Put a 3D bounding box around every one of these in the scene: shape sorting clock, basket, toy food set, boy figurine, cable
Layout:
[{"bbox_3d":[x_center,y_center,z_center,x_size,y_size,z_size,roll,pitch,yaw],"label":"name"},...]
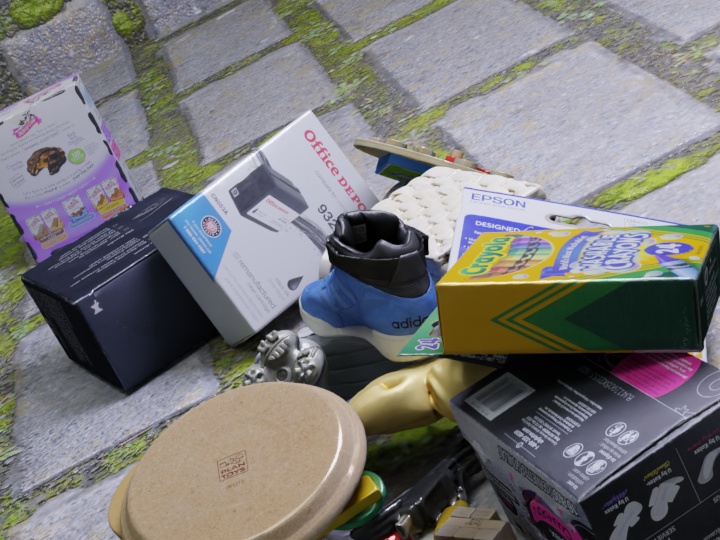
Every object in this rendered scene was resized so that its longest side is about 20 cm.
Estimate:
[{"bbox_3d":[0.089,-0.097,1.575,0.199,0.199,0.040,11,84,58],"label":"shape sorting clock"},{"bbox_3d":[0.091,-0.005,1.404,0.135,0.124,0.200,-34,22,-18],"label":"basket"},{"bbox_3d":[-0.085,0.159,1.174,0.199,0.049,0.198,-30,35,-10],"label":"toy food set"},{"bbox_3d":[0.037,0.106,1.252,0.199,0.065,0.124,-20,-5,34],"label":"boy figurine"},{"bbox_3d":[0.064,0.166,1.186,0.097,0.051,0.200,-24,7,35],"label":"cable"}]

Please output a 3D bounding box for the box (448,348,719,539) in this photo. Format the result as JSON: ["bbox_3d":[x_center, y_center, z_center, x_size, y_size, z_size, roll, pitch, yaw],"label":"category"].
[{"bbox_3d":[0.164,0.124,1.034,0.132,0.115,0.200,-32,20,-10],"label":"box"}]

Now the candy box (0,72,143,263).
[{"bbox_3d":[-0.412,-0.139,2.202,0.167,0.201,0.072,-25,21,3],"label":"candy box"}]

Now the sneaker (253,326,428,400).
[{"bbox_3d":[-0.009,0.071,1.418,0.199,0.074,0.071,-1,29,44],"label":"sneaker"}]

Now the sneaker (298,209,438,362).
[{"bbox_3d":[0.001,0.000,1.322,0.076,0.112,0.200,-17,16,-21],"label":"sneaker"}]

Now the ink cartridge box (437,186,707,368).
[{"bbox_3d":[0.162,0.016,1.236,0.196,0.047,0.200,10,30,4],"label":"ink cartridge box"}]

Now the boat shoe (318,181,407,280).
[{"bbox_3d":[0.036,-0.032,1.613,0.059,0.072,0.200,14,35,31],"label":"boat shoe"}]

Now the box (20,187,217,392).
[{"bbox_3d":[-0.233,0.015,1.749,0.196,0.118,0.200,-34,21,-19],"label":"box"}]

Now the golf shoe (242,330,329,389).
[{"bbox_3d":[-0.091,0.146,1.353,0.200,0.078,0.097,-49,-21,-1],"label":"golf shoe"}]

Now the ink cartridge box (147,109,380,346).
[{"bbox_3d":[-0.090,-0.044,1.646,0.200,0.146,0.084,-40,4,-26],"label":"ink cartridge box"}]

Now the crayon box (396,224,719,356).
[{"bbox_3d":[0.132,0.012,1.071,0.198,0.052,0.126,-3,16,20],"label":"crayon box"}]

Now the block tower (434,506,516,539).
[{"bbox_3d":[0.036,0.232,1.016,0.054,0.058,0.200,-5,31,45],"label":"block tower"}]
